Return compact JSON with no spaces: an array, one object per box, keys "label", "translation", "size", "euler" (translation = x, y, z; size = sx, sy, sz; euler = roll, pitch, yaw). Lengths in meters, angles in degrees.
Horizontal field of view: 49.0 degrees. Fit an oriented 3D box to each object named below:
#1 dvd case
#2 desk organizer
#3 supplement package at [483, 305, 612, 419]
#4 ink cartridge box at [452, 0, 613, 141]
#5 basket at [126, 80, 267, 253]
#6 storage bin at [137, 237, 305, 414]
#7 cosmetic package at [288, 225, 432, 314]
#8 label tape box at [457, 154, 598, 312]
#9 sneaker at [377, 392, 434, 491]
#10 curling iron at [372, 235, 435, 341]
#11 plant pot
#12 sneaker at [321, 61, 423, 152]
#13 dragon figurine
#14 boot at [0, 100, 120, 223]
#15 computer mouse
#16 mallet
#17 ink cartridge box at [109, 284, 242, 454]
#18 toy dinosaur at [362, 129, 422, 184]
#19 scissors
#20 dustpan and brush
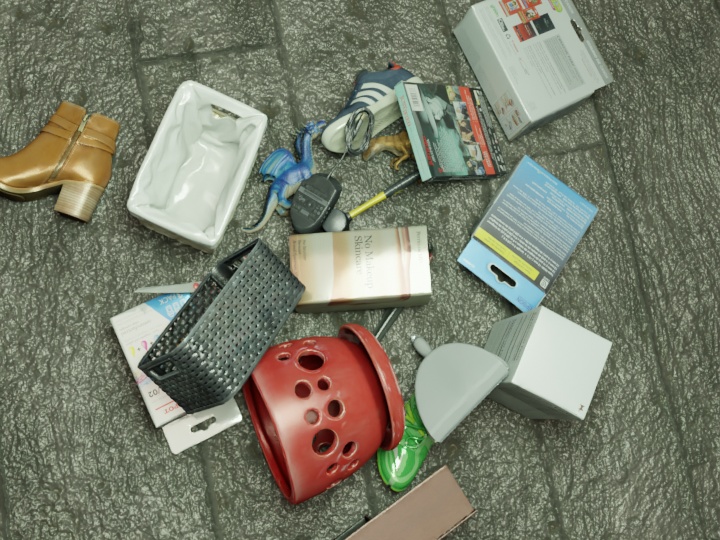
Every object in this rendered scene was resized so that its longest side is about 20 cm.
[{"label":"dvd case","translation":[0.139,-0.207,1.183],"size":[0.198,0.022,0.149],"euler":[-10,81,-47]},{"label":"desk organizer","translation":[0.057,0.358,1.101],"size":[0.198,0.072,0.078],"euler":[-33,84,-13]},{"label":"supplement package","translation":[0.244,0.134,1.102],"size":[0.112,0.200,0.111],"euler":[27,77,-4]},{"label":"ink cartridge box","translation":[0.272,-0.336,1.246],"size":[0.173,0.084,0.203],"euler":[-25,85,-18]},{"label":"basket","translation":[-0.225,-0.137,1.116],"size":[0.133,0.123,0.203],"euler":[22,78,-5]},{"label":"storage bin","translation":[-0.175,0.071,1.012],"size":[0.094,0.134,0.201],"euler":[46,51,-17]},{"label":"cosmetic package","translation":[0.000,0.000,1.130],"size":[0.195,0.087,0.106],"euler":[-5,78,0]},{"label":"label tape box","translation":[0.248,-0.050,1.206],"size":[0.142,0.066,0.202],"euler":[35,79,-1]},{"label":"sneaker","translation":[0.086,0.215,1.123],"size":[0.073,0.084,0.202],"euler":[31,77,-2]},{"label":"curling iron","translation":[0.055,0.036,1.181],"size":[0.049,0.026,0.203],"euler":[25,79,9]},{"label":"plant pot","translation":[-0.048,0.183,1.055],"size":[0.179,0.200,0.204],"euler":[-17,83,-19]},{"label":"sneaker","translation":[0.003,-0.252,1.195],"size":[0.199,0.075,0.085],"euler":[-35,70,-30]},{"label":"dragon figurine","translation":[-0.116,-0.139,1.166],"size":[0.199,0.059,0.100],"euler":[-38,88,-14]},{"label":"boot","translation":[-0.448,-0.170,1.116],"size":[0.197,0.073,0.158],"euler":[20,78,-17]},{"label":"computer mouse","translation":[-0.037,-0.140,1.123],"size":[0.058,0.034,0.202],"euler":[33,90,19]},{"label":"mallet","translation":[0.028,-0.108,1.152],"size":[0.198,0.066,0.042],"euler":[-32,83,7]},{"label":"ink cartridge box","translation":[-0.250,0.138,1.092],"size":[0.113,0.068,0.203],"euler":[-24,84,-13]},{"label":"toy dinosaur","translation":[0.101,-0.199,1.211],"size":[0.196,0.060,0.108],"euler":[-19,82,-12]},{"label":"scissors","translation":[-0.214,0.028,1.092],"size":[0.198,0.014,0.074],"euler":[-23,85,-47]},{"label":"dustpan and brush","translation":[0.113,0.137,1.096],"size":[0.140,0.057,0.200],"euler":[-44,44,2]}]
